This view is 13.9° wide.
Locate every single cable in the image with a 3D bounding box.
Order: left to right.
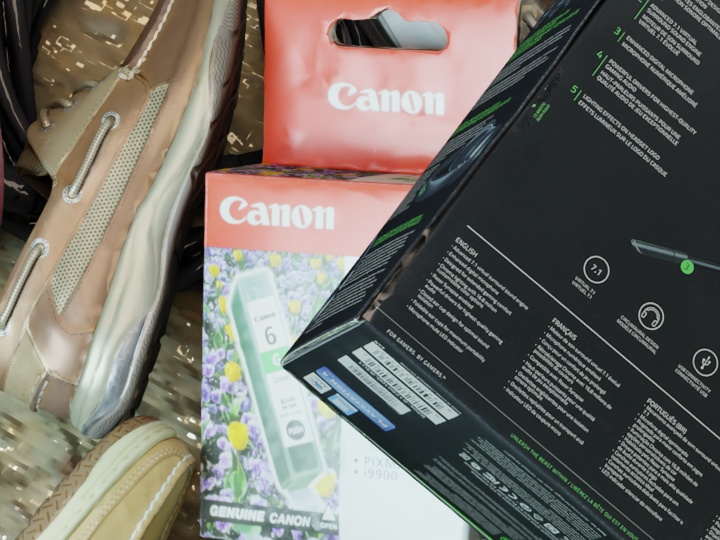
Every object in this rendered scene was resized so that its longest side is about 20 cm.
[{"bbox_3d":[-0.074,-0.089,1.165,0.163,0.051,0.200,26,68,8],"label":"cable"}]

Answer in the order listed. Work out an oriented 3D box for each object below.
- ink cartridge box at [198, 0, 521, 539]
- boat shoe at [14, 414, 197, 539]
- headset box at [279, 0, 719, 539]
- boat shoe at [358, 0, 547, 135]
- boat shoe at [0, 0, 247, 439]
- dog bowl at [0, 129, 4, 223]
[{"bbox_3d":[0.000,0.000,1.061,0.109,0.050,0.201,4,97,25],"label":"ink cartridge box"},{"bbox_3d":[-0.106,0.150,1.051,0.076,0.072,0.200,29,82,16],"label":"boat shoe"},{"bbox_3d":[0.105,0.002,0.983,0.174,0.093,0.200,39,71,-8],"label":"headset box"},{"bbox_3d":[0.037,-0.109,1.130,0.071,0.072,0.200,-28,66,-5],"label":"boat shoe"},{"bbox_3d":[-0.091,-0.040,1.090,0.072,0.076,0.201,16,72,2],"label":"boat shoe"},{"bbox_3d":[-0.198,-0.066,1.087,0.074,0.200,0.200,-17,66,-26],"label":"dog bowl"}]
